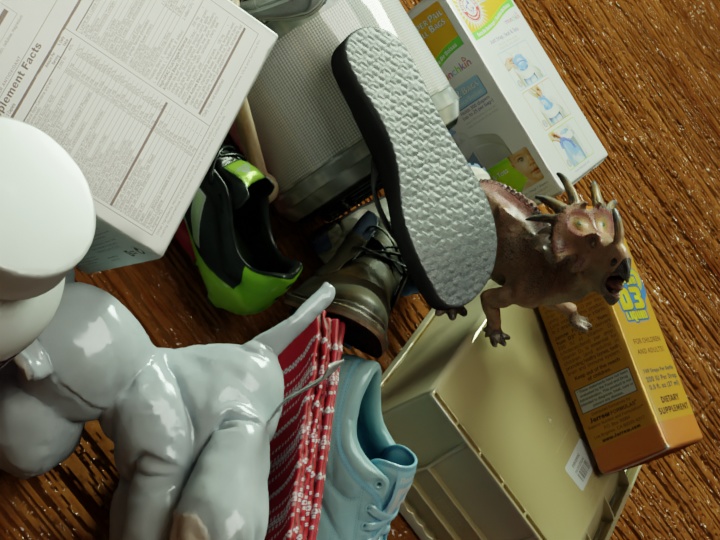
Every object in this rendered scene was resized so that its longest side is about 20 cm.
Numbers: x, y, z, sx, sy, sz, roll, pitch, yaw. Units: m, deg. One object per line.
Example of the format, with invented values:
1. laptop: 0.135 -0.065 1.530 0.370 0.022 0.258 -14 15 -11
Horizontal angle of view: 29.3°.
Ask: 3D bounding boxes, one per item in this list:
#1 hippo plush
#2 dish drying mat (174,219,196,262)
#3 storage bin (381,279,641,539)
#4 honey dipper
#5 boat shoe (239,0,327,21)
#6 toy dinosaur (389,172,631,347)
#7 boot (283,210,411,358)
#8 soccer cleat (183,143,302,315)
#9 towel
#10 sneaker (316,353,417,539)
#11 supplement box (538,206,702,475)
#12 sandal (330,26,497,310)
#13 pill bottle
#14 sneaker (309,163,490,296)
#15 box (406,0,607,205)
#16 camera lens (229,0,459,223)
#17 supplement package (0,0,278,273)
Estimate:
1. hippo plush: -0.129 0.086 0.763 0.160 0.200 0.160 30 26 -22
2. dish drying mat: -0.152 -0.095 0.972 0.201 0.018 0.077 53 40 -9
3. storage bin: 0.114 0.130 1.067 0.199 0.093 0.200 53 38 -9
4. honey dipper: -0.084 -0.120 0.912 0.201 0.038 0.038 78 18 -48
5. boat shoe: -0.120 -0.199 0.911 0.071 0.199 0.071 5 86 -79
6. toy dinosaur: 0.114 -0.024 0.998 0.199 0.136 0.086 30 40 23
7. boot: 0.000 0.000 0.933 0.074 0.200 0.098 31 85 -8
8. soccer cleat: -0.104 -0.066 0.925 0.067 0.081 0.201 -31 91 -48
9. towel: -0.067 0.132 0.824 0.022 0.144 0.201 28 48 -25
10. sneaker: -0.001 0.152 0.898 0.074 0.081 0.202 -32 112 -61
11. supplement box: 0.192 0.051 1.074 0.066 0.069 0.202 -3 67 -51
12. sandal: 0.035 -0.066 0.925 0.076 0.043 0.202 -8 72 -35
13. pill bottle: -0.217 0.008 0.686 0.112 0.200 0.113 24 49 -32
14. sneaker: 0.044 -0.023 1.109 0.199 0.077 0.086 -26 91 -42
15. box: 0.106 -0.147 1.212 0.101 0.112 0.201 -34 93 -50
16. camera lens: -0.034 -0.149 1.020 0.201 0.159 0.160 58 39 -4
17. supplement package: -0.185 -0.116 0.787 0.199 0.151 0.152 33 72 -22
